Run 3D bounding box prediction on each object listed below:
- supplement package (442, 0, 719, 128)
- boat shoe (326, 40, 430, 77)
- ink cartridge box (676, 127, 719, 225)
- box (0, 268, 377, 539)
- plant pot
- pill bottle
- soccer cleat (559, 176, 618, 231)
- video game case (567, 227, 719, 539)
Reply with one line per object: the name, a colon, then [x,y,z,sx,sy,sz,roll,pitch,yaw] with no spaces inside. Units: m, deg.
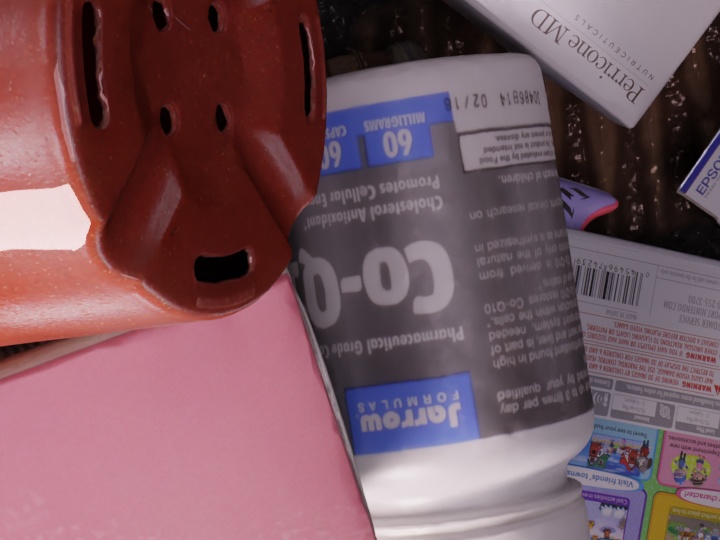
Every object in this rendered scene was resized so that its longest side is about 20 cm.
supplement package: [0.109,-0.181,0.766,0.121,0.120,0.200,34,97,-22]
boat shoe: [0.000,0.000,0.825,0.071,0.076,0.201,-4,98,-9]
ink cartridge box: [0.243,-0.031,0.890,0.200,0.039,0.100,33,97,-22]
box: [-0.113,0.074,0.660,0.199,0.128,0.109,-21,101,-13]
plant pot: [-0.128,-0.057,0.583,0.195,0.201,0.202,-2,112,28]
pill bottle: [0.029,0.023,0.726,0.113,0.114,0.201,-9,90,-11]
soccer cleat: [0.073,0.054,0.857,0.076,0.067,0.201,3,101,-3]
video game case: [0.129,0.083,0.821,0.199,0.022,0.183,11,85,-18]
